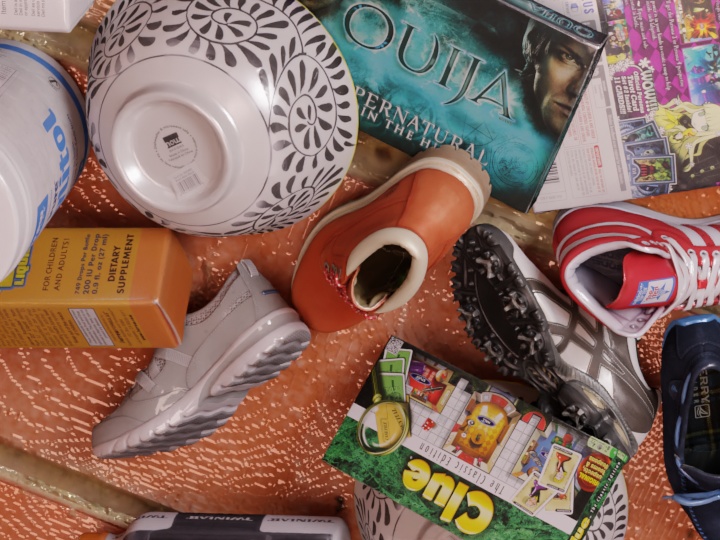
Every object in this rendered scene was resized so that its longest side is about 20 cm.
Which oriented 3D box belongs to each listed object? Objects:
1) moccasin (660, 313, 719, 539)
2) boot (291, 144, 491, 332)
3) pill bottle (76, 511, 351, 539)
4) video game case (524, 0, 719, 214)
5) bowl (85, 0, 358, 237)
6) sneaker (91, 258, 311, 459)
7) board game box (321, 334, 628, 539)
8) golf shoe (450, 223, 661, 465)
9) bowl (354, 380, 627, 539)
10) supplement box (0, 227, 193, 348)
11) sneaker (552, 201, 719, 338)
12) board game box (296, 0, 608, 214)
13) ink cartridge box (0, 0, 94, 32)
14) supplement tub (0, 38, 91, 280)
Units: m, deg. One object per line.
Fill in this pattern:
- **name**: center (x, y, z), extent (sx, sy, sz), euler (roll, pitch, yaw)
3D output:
- **moccasin**: center (0.242, 0.127, 1.711), extent (0.080, 0.068, 0.200), euler (-17, 122, 8)
- **boot**: center (0.000, 0.000, 1.668), extent (0.075, 0.107, 0.200), euler (39, 137, -8)
- **pill bottle**: center (-0.110, 0.230, 1.798), extent (0.200, 0.106, 0.106), euler (1, 113, 8)
- **video game case**: center (0.186, -0.146, 1.636), extent (0.181, 0.036, 0.200), euler (-9, 111, 13)
- **bowl**: center (-0.111, -0.096, 1.649), extent (0.200, 0.094, 0.201), euler (9, 118, 17)
- **sneaker**: center (-0.122, 0.068, 1.766), extent (0.200, 0.075, 0.082), euler (-37, 69, 24)
- **board game box**: center (0.076, 0.129, 1.686), extent (0.200, 0.023, 0.105), euler (26, 86, 33)
- **golf shoe**: center (0.137, 0.043, 1.702), extent (0.078, 0.094, 0.200), euler (-14, 111, 52)
- **bowl**: center (0.089, 0.188, 1.752), extent (0.200, 0.094, 0.201), euler (3, 114, 7)
- **supplement box**: center (-0.223, 0.013, 1.728), extent (0.200, 0.067, 0.069), euler (-2, 149, 15)
- **sneaker**: center (0.227, 0.002, 1.649), extent (0.200, 0.112, 0.071), euler (6, 111, 4)
- **board game box**: center (0.050, -0.140, 1.637), extent (0.200, 0.028, 0.135), euler (26, 121, 8)
- **ink cartridge box**: center (-0.283, -0.243, 1.638), extent (0.200, 0.084, 0.146), euler (5, 113, 6)
- **supplement tub**: center (-0.264, -0.068, 1.645), extent (0.132, 0.200, 0.132), euler (3, 113, 7)
